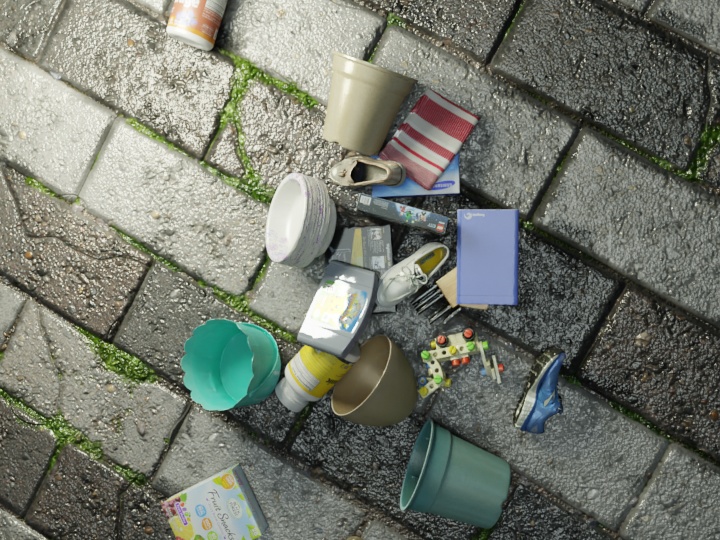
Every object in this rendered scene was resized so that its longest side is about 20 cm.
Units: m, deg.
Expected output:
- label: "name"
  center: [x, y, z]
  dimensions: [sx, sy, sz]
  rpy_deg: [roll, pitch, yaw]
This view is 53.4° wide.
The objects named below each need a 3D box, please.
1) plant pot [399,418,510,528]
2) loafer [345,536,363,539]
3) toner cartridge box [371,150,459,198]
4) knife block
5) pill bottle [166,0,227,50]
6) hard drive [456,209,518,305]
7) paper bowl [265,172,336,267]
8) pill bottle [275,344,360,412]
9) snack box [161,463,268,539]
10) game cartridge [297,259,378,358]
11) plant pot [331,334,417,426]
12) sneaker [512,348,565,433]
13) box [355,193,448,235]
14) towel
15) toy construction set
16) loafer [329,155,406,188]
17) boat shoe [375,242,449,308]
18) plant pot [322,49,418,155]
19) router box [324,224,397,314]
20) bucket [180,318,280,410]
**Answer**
- label: "plant pot"
  center: [0.208, 0.454, 1.552]
  dimensions: [0.194, 0.200, 0.203]
  rpy_deg: [21, 94, -1]
- label: "loafer"
  center: [-0.041, 0.715, 1.649]
  dimensions: [0.075, 0.067, 0.203]
  rpy_deg: [15, 94, 8]
- label: "toner cartridge box"
  center: [0.124, -0.215, 1.612]
  dimensions: [0.197, 0.043, 0.097]
  rpy_deg: [-2, 91, 9]
- label: "knife block"
  center: [0.205, 0.025, 1.596]
  dimensions: [0.173, 0.064, 0.203]
  rpy_deg: [10, 93, 7]
- label: "pill bottle"
  center: [-0.364, -0.621, 1.640]
  dimensions: [0.111, 0.112, 0.203]
  rpy_deg: [19, 94, 7]
- label: "hard drive"
  center: [0.273, -0.029, 1.540]
  dimensions: [0.130, 0.025, 0.204]
  rpy_deg: [1, 91, 9]
- label: "paper bowl"
  center: [-0.126, -0.107, 1.588]
  dimensions: [0.103, 0.200, 0.204]
  rpy_deg: [11, 94, -29]
- label: "pill bottle"
  center: [-0.101, 0.223, 1.619]
  dimensions: [0.111, 0.111, 0.200]
  rpy_deg: [45, 106, 5]
- label: "snack box"
  center: [-0.344, 0.579, 1.692]
  dimensions: [0.198, 0.068, 0.170]
  rpy_deg: [-28, 87, 6]
- label: "game cartridge"
  center: [-0.042, 0.082, 1.550]
  dimensions: [0.132, 0.041, 0.202]
  rpy_deg: [16, 72, 20]
- label: "plant pot"
  center: [0.049, 0.262, 1.577]
  dimensions: [0.134, 0.200, 0.201]
  rpy_deg: [36, 97, -19]
- label: "sneaker"
  center: [0.409, 0.266, 1.574]
  dimensions: [0.088, 0.079, 0.203]
  rpy_deg: [20, 103, 0]
- label: "box"
  center: [0.096, -0.120, 1.572]
  dimensions: [0.197, 0.137, 0.038]
  rpy_deg: [16, 92, 8]
- label: "towel"
  center: [0.152, -0.293, 1.583]
  dimensions: [0.143, 0.023, 0.201]
  rpy_deg: [34, 82, 15]
- label: "toy construction set"
  center: [0.218, 0.206, 1.585]
  dimensions: [0.197, 0.092, 0.133]
  rpy_deg: [-8, 66, 1]
- label: "loafer"
  center: [0.005, -0.218, 1.581]
  dimensions: [0.198, 0.062, 0.073]
  rpy_deg: [6, 97, 36]
- label: "boat shoe"
  center: [0.119, 0.011, 1.566]
  dimensions: [0.201, 0.086, 0.075]
  rpy_deg: [-36, 100, -14]
- label: "plant pot"
  center: [0.005, -0.359, 1.567]
  dimensions: [0.198, 0.200, 0.186]
  rpy_deg: [21, 106, 7]
- label: "router box"
  center: [0.000, 0.000, 1.631]
  dimensions: [0.155, 0.052, 0.204]
  rpy_deg: [-3, 91, 8]
- label: "bucket"
  center: [-0.285, 0.212, 1.613]
  dimensions: [0.204, 0.134, 0.211]
  rpy_deg: [-4, 80, 25]
